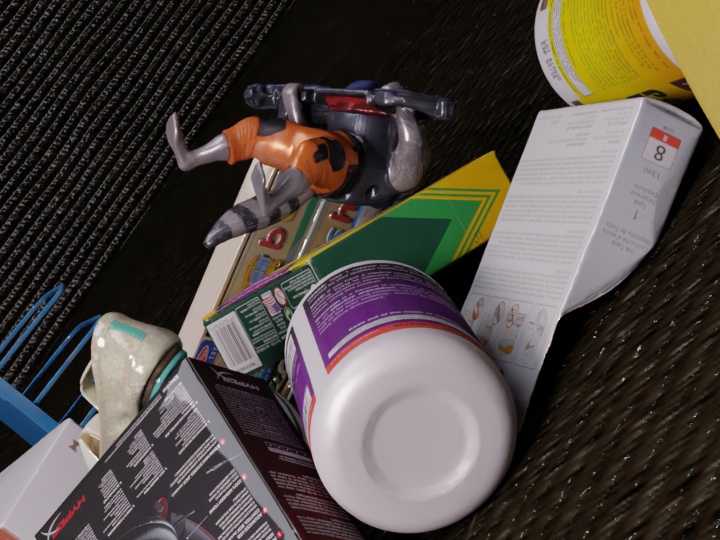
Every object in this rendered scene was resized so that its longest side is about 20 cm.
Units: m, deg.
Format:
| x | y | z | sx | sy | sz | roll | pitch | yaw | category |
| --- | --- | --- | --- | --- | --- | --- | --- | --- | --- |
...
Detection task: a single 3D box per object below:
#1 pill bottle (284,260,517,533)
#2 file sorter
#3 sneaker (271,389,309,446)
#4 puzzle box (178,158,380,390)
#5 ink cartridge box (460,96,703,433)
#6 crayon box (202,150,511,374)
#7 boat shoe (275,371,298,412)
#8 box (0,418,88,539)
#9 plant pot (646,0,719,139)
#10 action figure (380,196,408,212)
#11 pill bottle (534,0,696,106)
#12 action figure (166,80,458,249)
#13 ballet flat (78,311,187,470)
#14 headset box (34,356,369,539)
| x | y | z | sx | sy | sz | roll | pitch | yaw | category |
| --- | --- | --- | --- | --- | --- | --- | --- | --- | --- |
| 0.016 | 0.062 | 0.951 | 0.113 | 0.112 | 0.200 | -50 | 17 | 8 | pill bottle |
| -0.258 | 0.123 | 1.572 | 0.123 | 0.200 | 0.139 | -53 | 13 | -19 | file sorter |
| -0.086 | 0.124 | 1.052 | 0.075 | 0.115 | 0.201 | -28 | 37 | 16 | sneaker |
| -0.064 | 0.007 | 1.285 | 0.025 | 0.133 | 0.201 | 32 | 102 | 40 | puzzle box |
| 0.120 | -0.001 | 0.986 | 0.162 | 0.050 | 0.202 | -171 | 100 | -75 | ink cartridge box |
| 0.000 | 0.000 | 1.184 | 0.172 | 0.059 | 0.200 | -30 | 1 | -29 | crayon box |
| -0.080 | 0.138 | 1.192 | 0.200 | 0.072 | 0.072 | -48 | 12 | 13 | boat shoe |
| -0.235 | 0.229 | 1.309 | 0.200 | 0.152 | 0.107 | -37 | 19 | 51 | box |
| 0.219 | -0.104 | 0.575 | 0.201 | 0.176 | 0.200 | -55 | 13 | -9 | plant pot |
| -0.019 | -0.027 | 1.430 | 0.199 | 0.149 | 0.135 | -18 | 49 | 34 | action figure |
| 0.188 | -0.154 | 0.965 | 0.110 | 0.109 | 0.200 | -55 | 13 | -14 | pill bottle |
| -0.036 | -0.078 | 1.133 | 0.199 | 0.192 | 0.106 | 12 | 105 | 52 | action figure |
| -0.148 | 0.096 | 1.051 | 0.068 | 0.062 | 0.201 | -54 | -14 | -42 | ballet flat |
| -0.073 | 0.173 | 0.895 | 0.149 | 0.075 | 0.200 | -49 | 53 | 16 | headset box |
